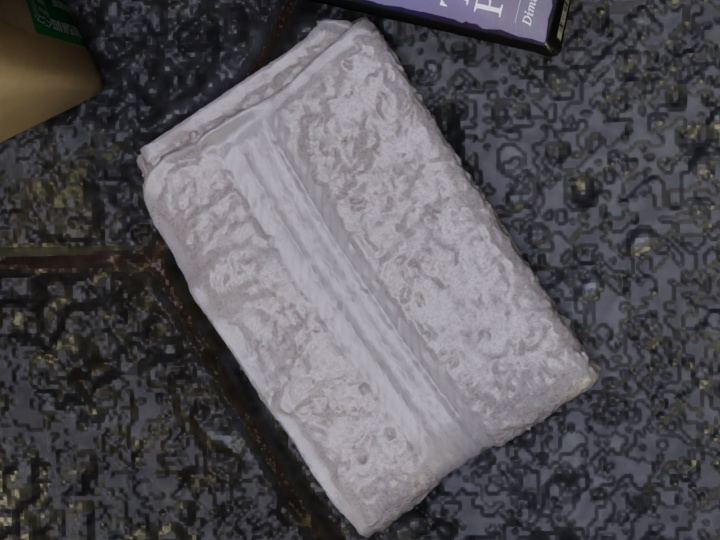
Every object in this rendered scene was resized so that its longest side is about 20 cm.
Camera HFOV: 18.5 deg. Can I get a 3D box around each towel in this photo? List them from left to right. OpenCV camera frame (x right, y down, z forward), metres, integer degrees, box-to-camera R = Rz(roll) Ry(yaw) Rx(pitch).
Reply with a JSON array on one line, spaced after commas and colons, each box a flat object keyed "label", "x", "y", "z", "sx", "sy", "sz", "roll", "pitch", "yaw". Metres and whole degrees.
[{"label": "towel", "x": 0.000, "y": 0.000, "z": 0.964, "sx": 0.132, "sy": 0.034, "sz": 0.200, "roll": -34, "pitch": 88, "yaw": 8}]

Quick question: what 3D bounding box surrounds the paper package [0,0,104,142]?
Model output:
[{"label": "paper package", "x": -0.225, "y": -0.084, "z": 0.905, "sx": 0.190, "sy": 0.200, "sz": 0.104, "roll": -23, "pitch": 89, "yaw": 8}]

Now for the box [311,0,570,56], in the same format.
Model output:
[{"label": "box", "x": 0.037, "y": -0.204, "z": 0.931, "sx": 0.141, "sy": 0.079, "sz": 0.200, "roll": 13, "pitch": 94, "yaw": 9}]
